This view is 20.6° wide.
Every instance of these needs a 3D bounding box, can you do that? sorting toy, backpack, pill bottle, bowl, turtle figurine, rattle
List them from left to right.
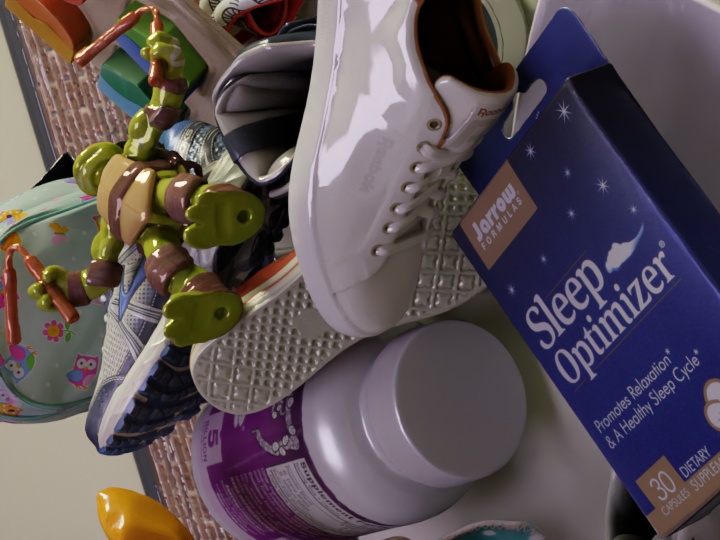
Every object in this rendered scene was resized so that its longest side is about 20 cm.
[{"bbox_3d":[-0.173,0.012,1.185,0.127,0.200,0.167,-16,94,55],"label":"backpack"},{"bbox_3d":[-0.143,-0.140,1.115,0.200,0.036,0.185,46,163,0],"label":"sorting toy"},{"bbox_3d":[-0.112,-0.023,1.016,0.161,0.064,0.200,39,107,49],"label":"turtle figurine"},{"bbox_3d":[-0.019,0.130,1.001,0.200,0.130,0.143,-38,72,43],"label":"rattle"},{"bbox_3d":[-0.001,0.087,1.074,0.200,0.112,0.112,-24,88,54],"label":"pill bottle"},{"bbox_3d":[0.156,-0.030,0.839,0.200,0.075,0.200,36,133,36],"label":"bowl"}]

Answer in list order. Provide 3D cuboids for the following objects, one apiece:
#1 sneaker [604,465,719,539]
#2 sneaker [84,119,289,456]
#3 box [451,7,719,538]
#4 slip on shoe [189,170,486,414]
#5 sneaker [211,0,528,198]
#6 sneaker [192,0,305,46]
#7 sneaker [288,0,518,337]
[{"bbox_3d":[0.156,0.139,0.919,0.074,0.088,0.200,-18,95,53],"label":"sneaker"},{"bbox_3d":[-0.108,0.007,1.095,0.085,0.077,0.200,34,104,28],"label":"sneaker"},{"bbox_3d":[0.107,0.001,0.833,0.200,0.032,0.121,57,144,17],"label":"box"},{"bbox_3d":[0.000,0.000,0.997,0.200,0.061,0.074,-33,111,15],"label":"slip on shoe"},{"bbox_3d":[-0.019,-0.063,0.992,0.077,0.146,0.202,55,144,16],"label":"sneaker"},{"bbox_3d":[-0.100,-0.167,1.108,0.201,0.067,0.108,-15,93,52],"label":"sneaker"},{"bbox_3d":[0.021,-0.054,0.864,0.085,0.073,0.200,20,120,34],"label":"sneaker"}]
